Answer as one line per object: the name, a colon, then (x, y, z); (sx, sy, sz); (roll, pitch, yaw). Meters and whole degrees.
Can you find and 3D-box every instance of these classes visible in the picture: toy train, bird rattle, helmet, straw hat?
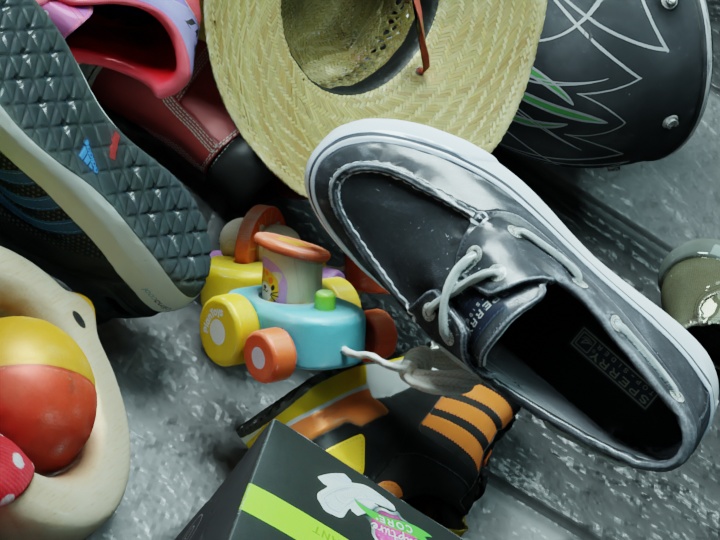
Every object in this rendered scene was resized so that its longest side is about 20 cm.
toy train: (0.000, 0.000, 1.016); (0.149, 0.056, 0.200); (2, 14, 0)
bird rattle: (-0.143, 0.045, 0.872); (0.163, 0.113, 0.201); (25, 34, -50)
helmet: (0.122, -0.156, 1.293); (0.200, 0.200, 0.191); (38, 49, 1)
straw hat: (-0.010, -0.128, 1.048); (0.200, 0.202, 0.085); (10, 0, -36)

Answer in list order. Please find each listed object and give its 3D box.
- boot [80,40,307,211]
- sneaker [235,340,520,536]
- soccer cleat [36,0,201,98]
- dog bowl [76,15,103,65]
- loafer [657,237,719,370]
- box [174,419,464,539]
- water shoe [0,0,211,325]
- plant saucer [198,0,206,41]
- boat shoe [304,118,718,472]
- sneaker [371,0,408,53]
boot: (-0.050, -0.110, 1.178); (0.144, 0.072, 0.200); (39, 40, 0)
sneaker: (0.031, 0.083, 1.030); (0.200, 0.070, 0.090); (-12, 72, -50)
soccer cleat: (-0.154, -0.133, 0.964); (0.199, 0.067, 0.077); (18, 42, -33)
dog bowl: (-0.221, -0.134, 1.029); (0.199, 0.079, 0.201); (26, 34, -19)
loafer: (0.248, 0.061, 1.266); (0.199, 0.075, 0.070); (29, 45, -6)
box: (0.004, 0.182, 0.817); (0.199, 0.124, 0.149); (33, 32, -10)
water shoe: (-0.145, -0.046, 0.944); (0.200, 0.079, 0.072); (52, 32, -30)
plant saucer: (-0.125, -0.218, 1.091); (0.200, 0.048, 0.201); (50, 20, -40)
boat shoe: (0.056, 0.012, 0.917); (0.200, 0.072, 0.068); (40, 21, 4)
sneaker: (-0.024, -0.190, 1.114); (0.200, 0.077, 0.084); (54, -4, -27)
